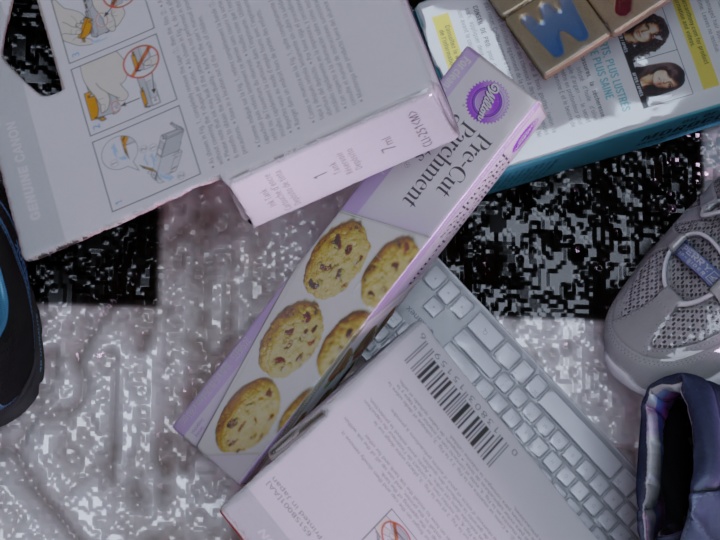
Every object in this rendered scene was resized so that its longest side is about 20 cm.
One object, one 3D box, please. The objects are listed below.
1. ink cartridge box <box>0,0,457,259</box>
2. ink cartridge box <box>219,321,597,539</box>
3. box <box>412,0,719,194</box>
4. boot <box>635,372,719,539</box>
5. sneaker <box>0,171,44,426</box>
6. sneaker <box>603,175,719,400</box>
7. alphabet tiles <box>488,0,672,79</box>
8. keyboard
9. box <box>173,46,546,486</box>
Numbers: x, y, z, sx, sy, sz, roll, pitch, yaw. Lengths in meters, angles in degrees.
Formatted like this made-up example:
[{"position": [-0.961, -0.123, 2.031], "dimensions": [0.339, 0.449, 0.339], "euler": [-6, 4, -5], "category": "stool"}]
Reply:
[{"position": [-0.073, -0.107, 0.872], "dimensions": [0.173, 0.044, 0.201], "euler": [-23, 59, 6], "category": "ink cartridge box"}, {"position": [0.038, 0.138, 0.824], "dimensions": [0.200, 0.044, 0.173], "euler": [51, 36, 0], "category": "ink cartridge box"}, {"position": [0.125, -0.100, 0.935], "dimensions": [0.199, 0.049, 0.083], "euler": [-16, 82, -11], "category": "box"}, {"position": [0.153, 0.143, 0.854], "dimensions": [0.090, 0.073, 0.201], "euler": [16, 61, -31], "category": "boot"}, {"position": [-0.169, -0.038, 0.865], "dimensions": [0.073, 0.082, 0.201], "euler": [-15, 80, -8], "category": "sneaker"}, {"position": [0.171, -0.033, 0.896], "dimensions": [0.200, 0.082, 0.075], "euler": [-46, 52, -5], "category": "sneaker"}, {"position": [0.120, -0.198, 0.911], "dimensions": [0.199, 0.008, 0.168], "euler": [-33, 66, 1], "category": "alphabet tiles"}, {"position": [0.057, 0.058, 0.915], "dimensions": [0.056, 0.011, 0.200], "euler": [-42, 88, -13], "category": "keyboard"}, {"position": [0.000, 0.000, 0.874], "dimensions": [0.041, 0.039, 0.200], "euler": [39, 93, 11], "category": "box"}]
